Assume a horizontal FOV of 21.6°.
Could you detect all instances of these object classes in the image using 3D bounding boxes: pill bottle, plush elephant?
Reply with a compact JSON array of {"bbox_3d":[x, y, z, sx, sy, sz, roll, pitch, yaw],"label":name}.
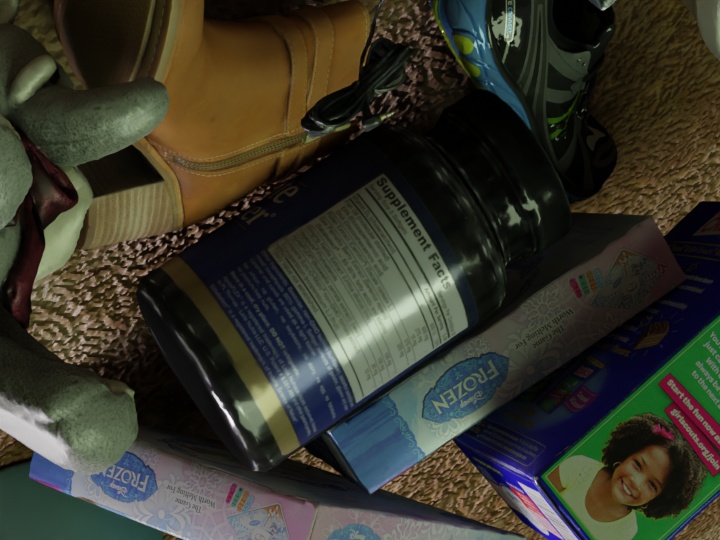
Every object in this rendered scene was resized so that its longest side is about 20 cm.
[{"bbox_3d":[0.000,0.000,0.923,0.199,0.112,0.112,-34,148,-11],"label":"pill bottle"},{"bbox_3d":[-0.147,-0.038,0.744,0.155,0.198,0.166,-53,135,-34],"label":"plush elephant"}]

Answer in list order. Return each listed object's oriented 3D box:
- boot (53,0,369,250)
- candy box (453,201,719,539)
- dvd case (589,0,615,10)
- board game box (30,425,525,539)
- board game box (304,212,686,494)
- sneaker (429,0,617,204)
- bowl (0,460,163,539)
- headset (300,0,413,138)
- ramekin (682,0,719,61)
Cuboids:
[{"bbox_3d":[-0.055,-0.092,0.850,0.154,0.077,0.201,-21,148,-28],"label":"boot"},{"bbox_3d":[0.159,0.055,0.980,0.200,0.077,0.169,-43,-170,-6],"label":"candy box"},{"bbox_3d":[0.034,-0.199,0.737,0.022,0.146,0.200,-41,147,-6],"label":"dvd case"},{"bbox_3d":[-0.043,0.131,1.041,0.199,0.198,0.044,19,85,-52],"label":"board game box"},{"bbox_3d":[0.055,0.037,1.033,0.198,0.044,0.200,-34,-171,-8],"label":"board game box"},{"bbox_3d":[0.104,-0.102,0.992,0.082,0.071,0.200,-31,145,6],"label":"sneaker"},{"bbox_3d":[-0.189,0.213,1.098,0.199,0.105,0.202,-23,146,-17],"label":"bowl"},{"bbox_3d":[-0.010,-0.148,0.761,0.094,0.123,0.201,-42,142,-23],"label":"headset"},{"bbox_3d":[0.231,-0.201,0.949,0.199,0.105,0.201,-24,146,-17],"label":"ramekin"}]
